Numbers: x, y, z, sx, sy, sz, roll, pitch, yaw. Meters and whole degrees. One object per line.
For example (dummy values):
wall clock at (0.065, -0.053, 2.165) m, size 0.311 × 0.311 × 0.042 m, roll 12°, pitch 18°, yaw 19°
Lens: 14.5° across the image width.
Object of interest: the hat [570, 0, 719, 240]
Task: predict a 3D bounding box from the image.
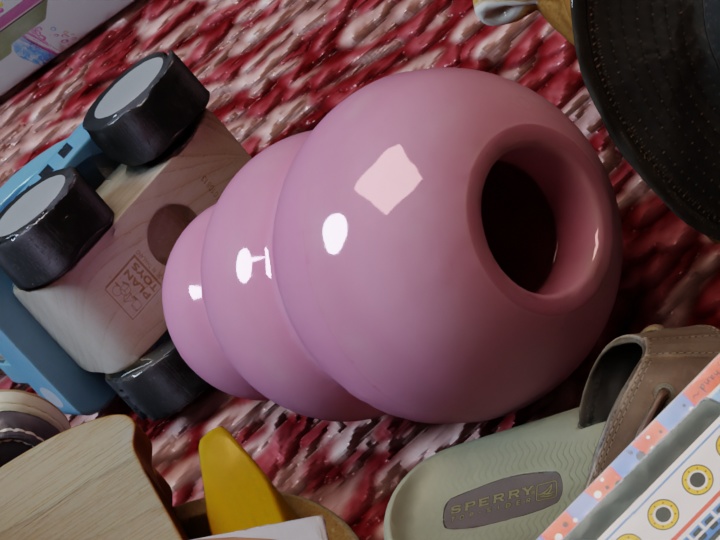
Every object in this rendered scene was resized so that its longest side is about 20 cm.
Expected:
hat at (0.172, -0.090, 0.893) m, size 0.200 × 0.201 × 0.081 m, roll -40°, pitch 21°, yaw -3°

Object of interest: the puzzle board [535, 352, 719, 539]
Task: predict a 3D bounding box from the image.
puzzle board at (0.098, 0.126, 0.771) m, size 0.200 × 0.017 × 0.151 m, roll -44°, pitch 68°, yaw -7°

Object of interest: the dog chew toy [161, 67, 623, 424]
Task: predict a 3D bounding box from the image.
dog chew toy at (0.000, 0.000, 1.016) m, size 0.200 × 0.125 × 0.125 m, roll -16°, pitch 37°, yaw 50°

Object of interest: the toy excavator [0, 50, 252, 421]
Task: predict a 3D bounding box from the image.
toy excavator at (-0.139, 0.013, 1.166) m, size 0.195 × 0.100 × 0.200 m, roll -51°, pitch 22°, yaw -22°

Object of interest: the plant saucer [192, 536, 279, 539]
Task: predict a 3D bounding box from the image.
plant saucer at (-0.038, 0.169, 0.749) m, size 0.200 × 0.032 × 0.201 m, roll -4°, pitch 62°, yaw 8°

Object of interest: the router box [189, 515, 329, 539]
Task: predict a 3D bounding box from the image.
router box at (-0.076, 0.181, 0.806) m, size 0.179 × 0.049 × 0.200 m, roll -11°, pitch 56°, yaw -8°

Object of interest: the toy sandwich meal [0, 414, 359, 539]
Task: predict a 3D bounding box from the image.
toy sandwich meal at (-0.084, 0.134, 0.973) m, size 0.205 × 0.070 × 0.205 m, roll -25°, pitch 36°, yaw 19°

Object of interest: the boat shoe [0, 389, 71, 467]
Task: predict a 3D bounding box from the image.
boat shoe at (-0.189, 0.123, 1.089) m, size 0.200 × 0.072 × 0.065 m, roll -35°, pitch 39°, yaw 12°

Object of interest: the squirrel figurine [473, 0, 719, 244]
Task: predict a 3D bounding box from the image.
squirrel figurine at (0.096, -0.125, 1.008) m, size 0.142 × 0.200 × 0.187 m, roll -49°, pitch 21°, yaw 1°

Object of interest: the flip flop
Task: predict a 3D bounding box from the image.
flip flop at (0.089, 0.052, 0.921) m, size 0.200 × 0.058 × 0.081 m, roll -19°, pitch 38°, yaw 26°

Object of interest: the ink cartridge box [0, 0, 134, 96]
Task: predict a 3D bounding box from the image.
ink cartridge box at (-0.189, -0.162, 1.412) m, size 0.200 × 0.085 × 0.145 m, roll -34°, pitch 33°, yaw 4°
